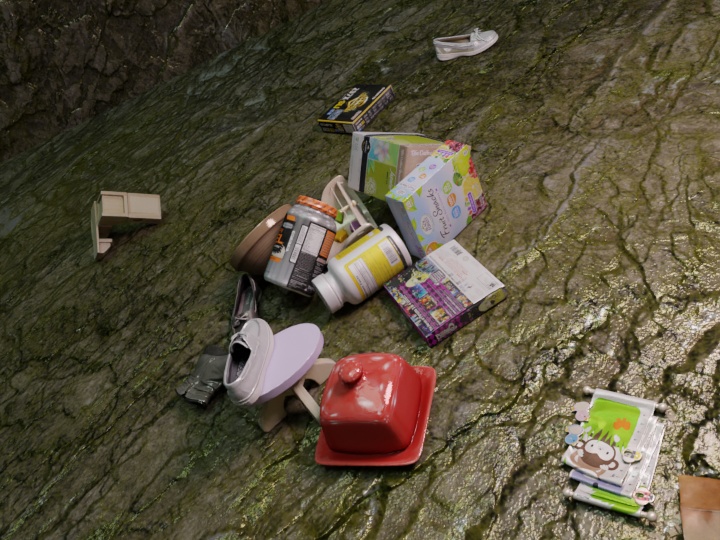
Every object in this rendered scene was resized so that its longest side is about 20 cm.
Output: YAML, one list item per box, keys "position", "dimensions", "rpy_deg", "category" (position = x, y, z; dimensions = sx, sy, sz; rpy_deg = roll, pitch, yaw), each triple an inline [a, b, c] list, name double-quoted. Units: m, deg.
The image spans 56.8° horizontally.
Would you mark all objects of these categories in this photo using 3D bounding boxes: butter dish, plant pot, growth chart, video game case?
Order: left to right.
- position: [-0.206, -0.053, 1.574]
  dimensions: [0.201, 0.093, 0.201]
  rpy_deg: [-45, -2, -2]
  category: "plant pot"
- position: [0.008, 0.209, 1.117]
  dimensions: [0.198, 0.149, 0.201]
  rpy_deg: [-7, 40, 26]
  category: "butter dish"
- position: [0.162, 0.038, 1.312]
  dimensions: [0.180, 0.036, 0.200]
  rpy_deg: [-32, 37, -6]
  category: "video game case"
- position: [0.359, 0.253, 0.952]
  dimensions: [0.143, 0.018, 0.201]
  rpy_deg: [0, 44, 34]
  category: "growth chart"

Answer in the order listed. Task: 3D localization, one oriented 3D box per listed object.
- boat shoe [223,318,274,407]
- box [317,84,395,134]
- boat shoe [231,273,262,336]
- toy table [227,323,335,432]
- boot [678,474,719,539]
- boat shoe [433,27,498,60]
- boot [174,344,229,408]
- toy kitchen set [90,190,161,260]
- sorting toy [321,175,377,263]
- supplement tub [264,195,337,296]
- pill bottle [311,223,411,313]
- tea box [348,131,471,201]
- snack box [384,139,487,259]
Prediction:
- position: [-0.207, 0.149, 1.194]
  dimensions: [0.071, 0.069, 0.201]
  rpy_deg: [-12, 38, 19]
  category: "boat shoe"
- position: [-0.013, -0.496, 2.042]
  dimensions: [0.159, 0.050, 0.200]
  rpy_deg: [15, 54, 45]
  category: "box"
- position: [-0.263, 0.088, 1.505]
  dimensions: [0.066, 0.057, 0.201]
  rpy_deg: [-18, 38, 12]
  category: "boat shoe"
- position: [-0.137, 0.204, 1.240]
  dimensions: [0.199, 0.118, 0.184]
  rpy_deg: [-32, 36, -7]
  category: "toy table"
- position: [0.502, 0.272, 0.822]
  dimensions: [0.198, 0.069, 0.190]
  rpy_deg: [-9, 48, 35]
  category: "boot"
- position: [0.324, -0.706, 2.060]
  dimensions: [0.200, 0.065, 0.075]
  rpy_deg: [-4, 43, 28]
  category: "boat shoe"
- position: [-0.287, 0.227, 1.363]
  dimensions: [0.198, 0.068, 0.131]
  rpy_deg: [0, 49, 43]
  category: "boot"
- position: [-0.727, -0.124, 2.055]
  dimensions: [0.200, 0.178, 0.165]
  rpy_deg: [-32, 63, 55]
  category: "toy kitchen set"
- position: [-0.059, -0.088, 1.559]
  dimensions: [0.179, 0.107, 0.201]
  rpy_deg: [-36, 46, 9]
  category: "sorting toy"
- position: [-0.126, -0.054, 1.469]
  dimensions: [0.122, 0.122, 0.202]
  rpy_deg: [16, 85, 43]
  category: "supplement tub"
- position: [0.000, 0.000, 1.397]
  dimensions: [0.199, 0.112, 0.111]
  rpy_deg: [-33, 37, -8]
  category: "pill bottle"
- position: [0.109, -0.235, 1.515]
  dimensions: [0.198, 0.135, 0.196]
  rpy_deg: [-8, 22, -37]
  category: "tea box"
- position: [0.165, -0.148, 1.418]
  dimensions: [0.200, 0.170, 0.067]
  rpy_deg: [-42, 38, -17]
  category: "snack box"
